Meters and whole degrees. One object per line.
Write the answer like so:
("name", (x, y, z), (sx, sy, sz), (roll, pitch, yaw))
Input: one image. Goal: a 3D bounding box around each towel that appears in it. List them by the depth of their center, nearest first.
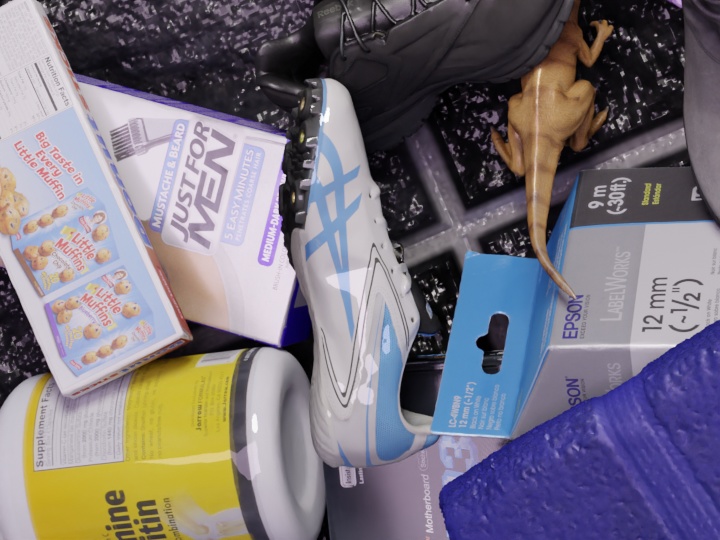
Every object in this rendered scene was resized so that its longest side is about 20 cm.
("towel", (0.150, 0.116, 1.201), (0.200, 0.050, 0.148), (-32, 91, 25))

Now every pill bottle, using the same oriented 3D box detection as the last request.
("pill bottle", (-0.126, 0.105, 1.356), (0.200, 0.112, 0.112), (-8, 92, 14))

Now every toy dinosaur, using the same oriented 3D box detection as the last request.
("toy dinosaur", (0.092, -0.073, 1.284), (0.060, 0.106, 0.200), (6, 76, 6))

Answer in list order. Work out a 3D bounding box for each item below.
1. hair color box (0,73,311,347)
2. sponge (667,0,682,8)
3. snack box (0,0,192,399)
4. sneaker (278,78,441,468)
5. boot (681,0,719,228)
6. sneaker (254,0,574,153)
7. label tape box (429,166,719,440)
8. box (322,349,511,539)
("hair color box", (-0.115, -0.038, 1.368), (0.200, 0.065, 0.109), (15, 97, 14))
("sponge", (0.205, -0.172, 1.299), (0.200, 0.030, 0.112), (30, 99, 11))
("snack box", (-0.160, -0.039, 1.325), (0.072, 0.024, 0.200), (-26, 79, 5))
("sneaker", (0.000, 0.000, 1.291), (0.072, 0.072, 0.200), (-9, 102, -9))
("boot", (0.173, -0.116, 1.205), (0.070, 0.132, 0.200), (-12, 74, 12))
("sneaker", (0.027, -0.124, 1.277), (0.200, 0.091, 0.076), (-36, 53, 36))
("label tape box", (0.138, 0.014, 1.267), (0.200, 0.143, 0.066), (0, 129, 12))
("box", (0.065, 0.142, 1.347), (0.159, 0.046, 0.200), (-4, 94, 13))
